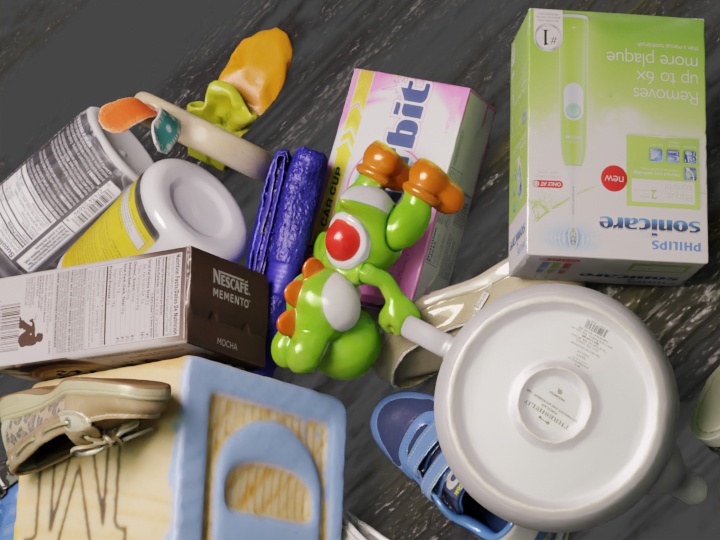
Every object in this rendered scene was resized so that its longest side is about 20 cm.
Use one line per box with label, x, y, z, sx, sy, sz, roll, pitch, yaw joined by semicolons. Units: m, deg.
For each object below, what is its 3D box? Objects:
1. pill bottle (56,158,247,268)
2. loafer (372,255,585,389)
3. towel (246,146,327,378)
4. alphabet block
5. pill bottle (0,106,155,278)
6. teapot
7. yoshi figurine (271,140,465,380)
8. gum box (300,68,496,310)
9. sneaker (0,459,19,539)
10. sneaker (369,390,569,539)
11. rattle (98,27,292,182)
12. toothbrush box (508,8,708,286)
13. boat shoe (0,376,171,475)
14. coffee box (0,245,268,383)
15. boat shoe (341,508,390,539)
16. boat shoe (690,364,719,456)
pill bottle;-0.198;0.001;1.737;0.200;0.111;0.113;-41;61;32
loafer;0.099;0.046;1.615;0.199;0.076;0.069;-32;59;15
towel;-0.081;-0.002;1.683;0.049;0.148;0.202;16;81;-9
alphabet block;-0.146;0.192;1.605;0.199;0.195;0.198;-11;68;40
pill bottle;-0.285;-0.049;1.813;0.200;0.106;0.107;-39;63;13
teapot;0.147;0.105;1.513;0.196;0.146;0.202;-17;82;5
yoshi figurine;0.003;0.005;1.603;0.112;0.112;0.201;34;79;-6
gum box;0.030;-0.060;1.681;0.113;0.066;0.202;12;83;27
sneaker;-0.305;0.233;1.764;0.200;0.077;0.111;-47;68;4
sneaker;0.080;0.159;1.592;0.199;0.082;0.074;36;96;30
rattle;-0.131;-0.158;1.708;0.143;0.200;0.130;-50;57;8
toothbrush box;0.195;-0.096;1.567;0.144;0.086;0.202;4;78;-5
boat shoe;-0.210;0.118;1.512;0.199;0.073;0.063;-15;72;52
coffee box;-0.186;0.043;1.602;0.198;0.113;0.081;-9;72;30
boat shoe;0.044;0.253;1.590;0.199;0.073;0.066;24;92;28
boat shoe;0.323;0.059;1.508;0.202;0.060;0.072;-57;25;-14
